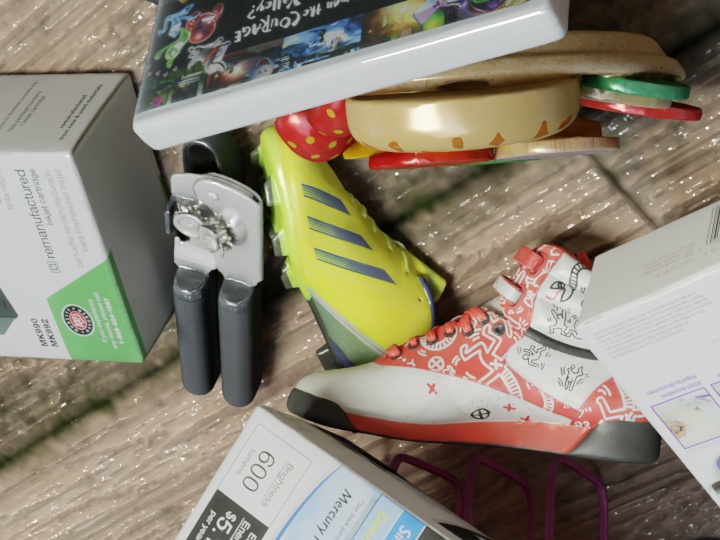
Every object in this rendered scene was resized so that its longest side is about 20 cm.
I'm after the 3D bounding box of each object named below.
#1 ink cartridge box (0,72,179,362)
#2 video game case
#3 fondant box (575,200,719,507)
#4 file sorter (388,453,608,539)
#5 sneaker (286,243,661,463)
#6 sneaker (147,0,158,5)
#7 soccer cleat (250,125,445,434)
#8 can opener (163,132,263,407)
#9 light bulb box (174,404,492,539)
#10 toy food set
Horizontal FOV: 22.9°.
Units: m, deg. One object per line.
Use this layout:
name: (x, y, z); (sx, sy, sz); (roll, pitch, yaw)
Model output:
ink cartridge box: (-0.214, -0.029, 1.006); (0.198, 0.084, 0.147); (1, 128, 21)
video game case: (0.000, -0.150, 0.762); (0.199, 0.183, 0.023); (-12, 143, 28)
fondant box: (0.218, 0.053, 0.844); (0.144, 0.058, 0.200); (-25, 116, 34)
file sorter: (0.037, 0.175, 1.033); (0.198, 0.127, 0.139); (-2, 163, 21)
sneaker: (0.064, 0.038, 0.943); (0.200, 0.067, 0.109); (5, 89, 8)
sneaker: (-0.018, -0.160, 0.850); (0.198, 0.074, 0.088); (9, 106, 12)
soccer cleat: (0.000, 0.000, 0.979); (0.083, 0.065, 0.201); (-22, 118, 0)
can opener: (-0.075, 0.003, 1.004); (0.052, 0.067, 0.201); (16, 141, 10)
light bulb box: (-0.005, 0.209, 0.892); (0.199, 0.199, 0.125); (31, 180, 25)
toy food set: (0.056, -0.075, 0.810); (0.199, 0.197, 0.049); (-4, 91, 56)
